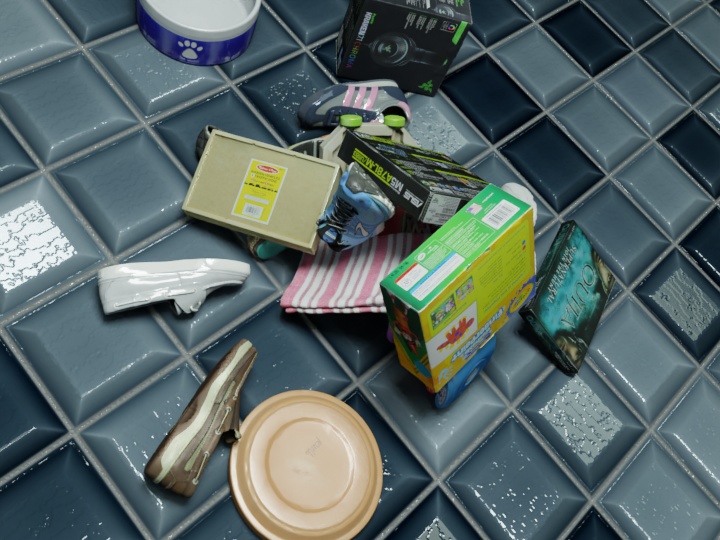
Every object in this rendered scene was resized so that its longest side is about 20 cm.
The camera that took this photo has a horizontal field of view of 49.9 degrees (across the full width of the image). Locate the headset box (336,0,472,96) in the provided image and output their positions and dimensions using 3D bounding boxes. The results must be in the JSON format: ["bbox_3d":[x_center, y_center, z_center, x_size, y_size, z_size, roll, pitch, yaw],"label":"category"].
[{"bbox_3d":[0.075,-0.399,1.301,0.196,0.175,0.094,8,57,-16],"label":"headset box"}]

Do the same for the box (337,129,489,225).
[{"bbox_3d":[0.097,-0.117,1.040,0.198,0.048,0.193,5,26,-42],"label":"box"}]

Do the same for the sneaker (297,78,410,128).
[{"bbox_3d":[-0.003,-0.255,1.251,0.197,0.071,0.083,-18,64,-26],"label":"sneaker"}]

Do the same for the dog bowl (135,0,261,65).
[{"bbox_3d":[-0.264,-0.435,1.257,0.196,0.079,0.203,9,59,-14],"label":"dog bowl"}]

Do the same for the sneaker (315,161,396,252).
[{"bbox_3d":[-0.012,-0.066,1.000,0.090,0.200,0.079,-40,78,-11],"label":"sneaker"}]

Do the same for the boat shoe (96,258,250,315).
[{"bbox_3d":[-0.239,0.024,1.011,0.197,0.072,0.070,-3,83,-29],"label":"boat shoe"}]

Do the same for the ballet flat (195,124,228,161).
[{"bbox_3d":[-0.155,-0.145,1.141,0.197,0.057,0.067,27,56,-3],"label":"ballet flat"}]

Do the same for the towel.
[{"bbox_3d":[0.000,0.000,1.054,0.196,0.030,0.148,-2,40,19],"label":"towel"}]

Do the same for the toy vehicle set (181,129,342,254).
[{"bbox_3d":[-0.135,-0.110,1.069,0.197,0.027,0.126,17,76,12],"label":"toy vehicle set"}]

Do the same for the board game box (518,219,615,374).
[{"bbox_3d":[0.323,0.038,1.190,0.136,0.028,0.201,48,54,-20],"label":"board game box"}]

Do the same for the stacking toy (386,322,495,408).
[{"bbox_3d":[0.080,0.083,1.077,0.199,0.117,0.109,40,60,20],"label":"stacking toy"}]

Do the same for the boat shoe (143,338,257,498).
[{"bbox_3d":[-0.176,0.181,0.943,0.074,0.075,0.204,38,62,-9],"label":"boat shoe"}]

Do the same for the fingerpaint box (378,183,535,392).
[{"bbox_3d":[0.126,0.022,0.954,0.199,0.168,0.073,-41,52,-20],"label":"fingerpaint box"}]

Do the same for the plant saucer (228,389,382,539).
[{"bbox_3d":[-0.065,0.244,0.963,0.196,0.032,0.204,9,58,-15],"label":"plant saucer"}]

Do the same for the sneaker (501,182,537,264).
[{"bbox_3d":[0.222,-0.059,1.217,0.097,0.078,0.203,10,57,-10],"label":"sneaker"}]

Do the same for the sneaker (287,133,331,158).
[{"bbox_3d":[-0.029,-0.184,1.209,0.196,0.079,0.091,-9,30,-14],"label":"sneaker"}]

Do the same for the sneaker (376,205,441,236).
[{"bbox_3d":[0.105,-0.065,1.113,0.196,0.087,0.075,3,81,6],"label":"sneaker"}]

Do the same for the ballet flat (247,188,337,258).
[{"bbox_3d":[-0.076,-0.090,1.106,0.197,0.071,0.066,-26,59,-10],"label":"ballet flat"}]

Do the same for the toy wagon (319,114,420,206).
[{"bbox_3d":[0.034,-0.153,1.165,0.196,0.158,0.040,-4,22,-19],"label":"toy wagon"}]
